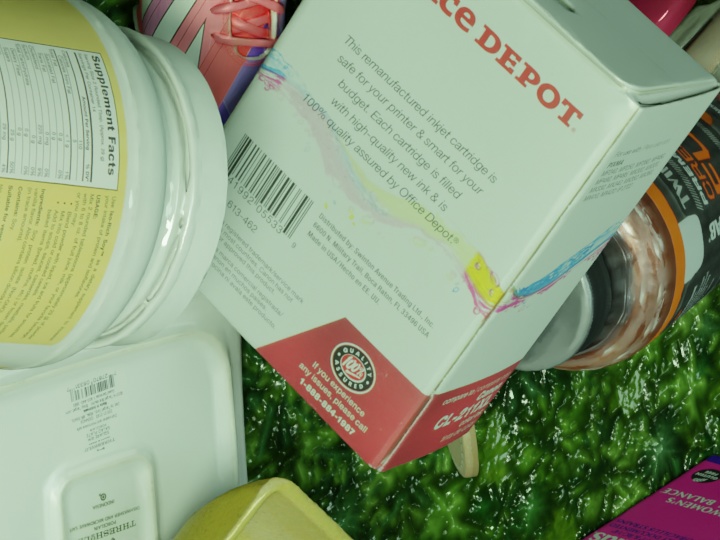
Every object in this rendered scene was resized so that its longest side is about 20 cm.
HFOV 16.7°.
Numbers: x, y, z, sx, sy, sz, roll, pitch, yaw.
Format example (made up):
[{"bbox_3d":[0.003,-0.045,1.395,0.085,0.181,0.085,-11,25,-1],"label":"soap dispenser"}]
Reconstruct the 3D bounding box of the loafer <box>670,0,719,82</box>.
[{"bbox_3d":[0.223,-0.135,1.246,0.200,0.063,0.072,-48,143,3],"label":"loafer"}]

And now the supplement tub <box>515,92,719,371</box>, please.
[{"bbox_3d":[0.117,-0.018,1.150,0.200,0.107,0.107,-33,122,-56],"label":"supplement tub"}]

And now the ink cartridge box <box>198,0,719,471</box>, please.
[{"bbox_3d":[0.029,-0.043,1.001,0.083,0.146,0.200,-15,145,-56],"label":"ink cartridge box"}]

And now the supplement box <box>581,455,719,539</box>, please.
[{"bbox_3d":[0.167,0.189,1.282,0.200,0.101,0.104,-28,117,-37],"label":"supplement box"}]

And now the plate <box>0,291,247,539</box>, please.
[{"bbox_3d":[-0.116,0.103,1.041,0.199,0.032,0.201,-16,110,-40],"label":"plate"}]

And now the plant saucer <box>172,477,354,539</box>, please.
[{"bbox_3d":[-0.067,0.197,1.063,0.200,0.048,0.200,-53,142,-9],"label":"plant saucer"}]

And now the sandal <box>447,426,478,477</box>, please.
[{"bbox_3d":[-0.001,-0.001,1.120,0.069,0.078,0.212,-13,103,-8],"label":"sandal"}]

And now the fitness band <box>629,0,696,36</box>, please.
[{"bbox_3d":[0.101,-0.129,1.111,0.200,0.037,0.144,-12,141,-57],"label":"fitness band"}]

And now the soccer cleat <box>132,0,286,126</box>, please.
[{"bbox_3d":[-0.050,-0.145,1.018,0.067,0.076,0.201,-10,106,-42],"label":"soccer cleat"}]

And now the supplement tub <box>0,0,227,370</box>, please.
[{"bbox_3d":[-0.162,-0.038,0.887,0.200,0.145,0.146,5,96,-45],"label":"supplement tub"}]
